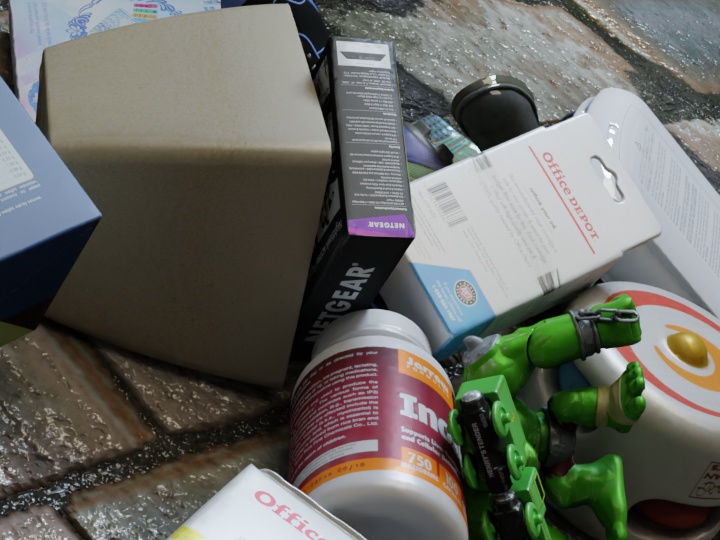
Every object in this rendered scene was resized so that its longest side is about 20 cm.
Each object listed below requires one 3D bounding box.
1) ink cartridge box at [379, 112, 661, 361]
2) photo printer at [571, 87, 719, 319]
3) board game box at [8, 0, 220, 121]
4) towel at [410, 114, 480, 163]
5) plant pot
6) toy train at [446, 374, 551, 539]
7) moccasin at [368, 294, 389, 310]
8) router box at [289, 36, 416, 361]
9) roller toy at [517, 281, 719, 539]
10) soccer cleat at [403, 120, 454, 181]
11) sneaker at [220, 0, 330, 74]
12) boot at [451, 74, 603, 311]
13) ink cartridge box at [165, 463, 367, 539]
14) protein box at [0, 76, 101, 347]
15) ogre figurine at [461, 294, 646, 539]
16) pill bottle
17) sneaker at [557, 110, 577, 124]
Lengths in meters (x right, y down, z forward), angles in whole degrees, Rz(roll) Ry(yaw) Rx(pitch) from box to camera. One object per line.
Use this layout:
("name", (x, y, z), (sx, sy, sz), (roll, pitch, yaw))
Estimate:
("ink cartridge box", (0.106, -0.025, 1.256), (0.199, 0.067, 0.116), (-23, 74, -27))
("photo printer", (0.234, -0.043, 1.407), (0.200, 0.069, 0.167), (46, 36, -22))
("board game box", (-0.179, -0.159, 1.388), (0.197, 0.044, 0.201), (-1, 38, -14))
("towel", (0.106, -0.069, 1.559), (0.199, 0.022, 0.146), (38, 31, 16))
("plant pot", (-0.136, -0.059, 1.191), (0.175, 0.201, 0.201), (3, 36, -16))
("toy train", (0.100, 0.158, 1.082), (0.041, 0.202, 0.056), (-12, 20, 20))
("moccasin", (0.000, 0.000, 1.321), (0.080, 0.069, 0.200), (2, 39, -37))
("router box", (-0.020, -0.044, 1.198), (0.051, 0.200, 0.151), (3, 63, -16))
("roller toy", (0.214, 0.104, 1.268), (0.199, 0.140, 0.182), (34, 31, 9))
("soccer cleat", (0.074, -0.034, 1.452), (0.201, 0.084, 0.065), (51, -2, 9))
("sneaker", (-0.038, -0.141, 1.308), (0.200, 0.070, 0.078), (54, 5, -47))
("boot", (0.152, -0.045, 1.429), (0.182, 0.072, 0.202), (40, 30, -54))
("ink cartridge box", (-0.062, 0.214, 0.934), (0.145, 0.084, 0.200), (35, 31, 11))
("protein box", (-0.298, -0.040, 0.997), (0.198, 0.135, 0.201), (-28, 75, -42))
("ogre figurine", (0.122, 0.118, 1.154), (0.119, 0.202, 0.098), (3, 32, -2))
("pill bottle", (0.009, 0.116, 1.109), (0.112, 0.114, 0.201), (20, 32, -14))
("sneaker", (0.254, -0.055, 1.553), (0.146, 0.077, 0.204), (-19, 85, -47))
